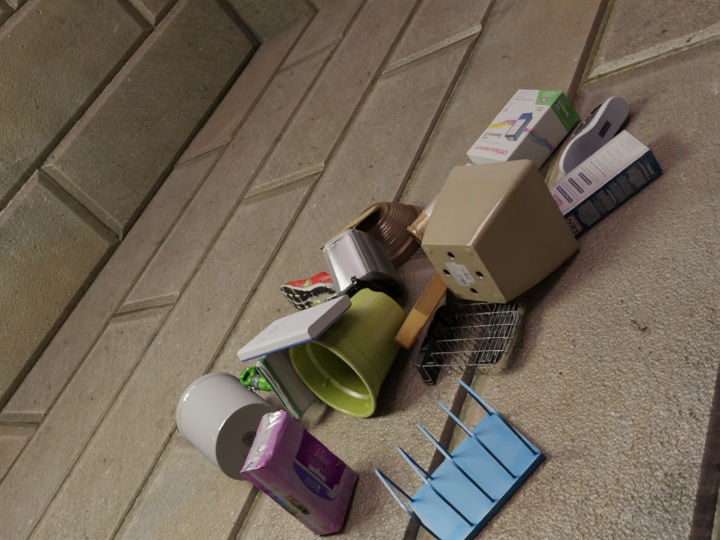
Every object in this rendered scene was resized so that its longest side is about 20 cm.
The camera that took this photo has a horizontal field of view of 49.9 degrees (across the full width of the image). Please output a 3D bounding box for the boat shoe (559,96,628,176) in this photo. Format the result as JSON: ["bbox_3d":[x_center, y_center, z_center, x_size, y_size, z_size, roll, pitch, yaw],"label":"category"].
[{"bbox_3d":[0.446,-0.259,1.518,0.201,0.070,0.066,-55,13,-11],"label":"boat shoe"}]

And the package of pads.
[{"bbox_3d":[-0.102,0.341,1.309,0.075,0.200,0.121,-25,30,39],"label":"package of pads"}]

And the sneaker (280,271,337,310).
[{"bbox_3d":[-0.106,0.043,1.849,0.198,0.078,0.085,-4,36,41],"label":"sneaker"}]

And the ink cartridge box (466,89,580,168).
[{"bbox_3d":[0.345,-0.286,1.656,0.201,0.087,0.145,-51,30,-7],"label":"ink cartridge box"}]

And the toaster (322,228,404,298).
[{"bbox_3d":[0.000,0.000,1.601,0.113,0.199,0.130,-34,64,18],"label":"toaster"}]

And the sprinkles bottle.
[{"bbox_3d":[0.190,-0.139,1.686,0.200,0.068,0.068,-47,29,-3],"label":"sprinkles bottle"}]

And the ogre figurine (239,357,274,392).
[{"bbox_3d":[-0.142,0.207,1.605,0.119,0.199,0.100,25,104,38],"label":"ogre figurine"}]

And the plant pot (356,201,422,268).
[{"bbox_3d":[0.049,-0.091,1.783,0.199,0.093,0.202,-32,30,21],"label":"plant pot"}]

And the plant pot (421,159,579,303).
[{"bbox_3d":[0.228,-0.055,1.367,0.177,0.201,0.199,-49,28,-24],"label":"plant pot"}]

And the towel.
[{"bbox_3d":[-0.098,0.174,1.533,0.200,0.150,0.031,-43,23,-25],"label":"towel"}]

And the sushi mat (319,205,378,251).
[{"bbox_3d":[-0.022,-0.094,1.686,0.095,0.012,0.200,-35,5,23],"label":"sushi mat"}]

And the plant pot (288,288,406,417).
[{"bbox_3d":[-0.005,0.141,1.476,0.199,0.202,0.185,-5,36,49],"label":"plant pot"}]

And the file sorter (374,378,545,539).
[{"bbox_3d":[0.140,0.284,1.148,0.200,0.123,0.139,-46,29,-4],"label":"file sorter"}]

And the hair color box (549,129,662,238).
[{"bbox_3d":[0.430,-0.154,1.401,0.199,0.061,0.100,-38,29,12],"label":"hair color box"}]

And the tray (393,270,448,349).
[{"bbox_3d":[0.133,0.051,1.446,0.200,0.037,0.099,-50,-10,-48],"label":"tray"}]

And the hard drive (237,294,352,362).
[{"bbox_3d":[-0.122,0.108,1.421,0.198,0.026,0.132,-21,13,41],"label":"hard drive"}]

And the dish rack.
[{"bbox_3d":[0.193,0.121,1.363,0.198,0.055,0.155,-9,45,44],"label":"dish rack"}]

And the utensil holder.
[{"bbox_3d":[-0.264,0.316,1.585,0.171,0.170,0.199,-52,31,-14],"label":"utensil holder"}]
